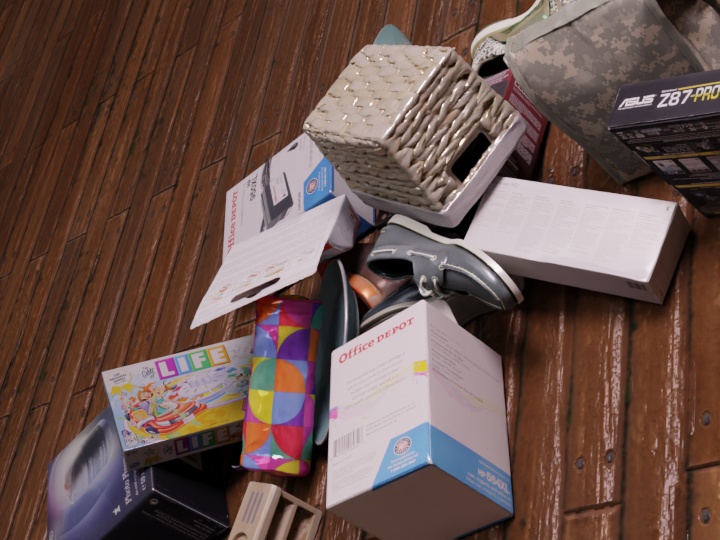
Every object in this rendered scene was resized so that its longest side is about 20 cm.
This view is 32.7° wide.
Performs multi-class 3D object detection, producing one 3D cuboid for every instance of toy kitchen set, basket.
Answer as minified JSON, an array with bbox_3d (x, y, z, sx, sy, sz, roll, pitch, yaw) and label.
[{"bbox_3d":[-0.083,0.293,1.170,0.199,0.163,0.182,-5,58,49],"label":"toy kitchen set"},{"bbox_3d":[0.047,-0.143,1.243,0.136,0.123,0.199,-53,28,-10],"label":"basket"}]

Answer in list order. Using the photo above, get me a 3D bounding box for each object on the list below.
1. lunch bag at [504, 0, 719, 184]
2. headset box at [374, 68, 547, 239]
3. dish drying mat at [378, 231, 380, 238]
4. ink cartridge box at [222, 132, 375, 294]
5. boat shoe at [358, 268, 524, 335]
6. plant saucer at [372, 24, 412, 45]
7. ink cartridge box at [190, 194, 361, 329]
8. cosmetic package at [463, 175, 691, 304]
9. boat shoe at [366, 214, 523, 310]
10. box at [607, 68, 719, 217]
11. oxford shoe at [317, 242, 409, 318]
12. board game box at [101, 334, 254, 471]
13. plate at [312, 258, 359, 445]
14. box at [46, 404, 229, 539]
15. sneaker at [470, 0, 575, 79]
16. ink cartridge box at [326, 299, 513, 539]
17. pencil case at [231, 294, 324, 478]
[{"bbox_3d":[0.251,-0.191,1.128,0.163,0.199,0.119,-19,48,42],"label":"lunch bag"},{"bbox_3d":[0.115,-0.120,1.331,0.148,0.075,0.202,-18,41,44],"label":"headset box"},{"bbox_3d":[0.064,-0.104,1.397,0.018,0.077,0.202,-15,51,42],"label":"dish drying mat"},{"bbox_3d":[-0.080,-0.079,1.549,0.199,0.084,0.146,-34,39,30],"label":"ink cartridge box"},{"bbox_3d":[0.079,0.023,1.275,0.199,0.075,0.062,-31,42,30],"label":"boat shoe"},{"bbox_3d":[0.039,-0.183,1.432,0.035,0.201,0.202,9,64,14],"label":"plant saucer"},{"bbox_3d":[-0.087,0.002,1.341,0.161,0.050,0.201,-24,23,19],"label":"ink cartridge box"},{"bbox_3d":[0.199,-0.031,1.149,0.198,0.051,0.083,13,72,38],"label":"cosmetic package"},{"bbox_3d":[0.078,0.005,1.187,0.062,0.073,0.199,-46,39,-13],"label":"boat shoe"},{"bbox_3d":[0.326,-0.103,0.995,0.199,0.161,0.050,-3,60,51],"label":"box"},{"bbox_3d":[0.000,0.000,1.417,0.073,0.072,0.200,-36,33,-12],"label":"oxford shoe"},{"bbox_3d":[-0.187,0.148,1.414,0.198,0.035,0.135,-14,40,-16],"label":"board game box"},{"bbox_3d":[-0.028,0.088,1.332,0.200,0.025,0.203,-174,90,-79],"label":"plate"},{"bbox_3d":[-0.273,0.268,1.466,0.198,0.123,0.201,-44,35,19],"label":"box"},{"bbox_3d":[0.192,-0.249,1.349,0.199,0.077,0.089,-29,24,45],"label":"sneaker"},{"bbox_3d":[0.055,0.139,1.160,0.128,0.125,0.202,-29,42,33],"label":"ink cartridge box"},{"bbox_3d":[-0.086,0.127,1.335,0.088,0.088,0.203,1,83,51],"label":"pencil case"}]
